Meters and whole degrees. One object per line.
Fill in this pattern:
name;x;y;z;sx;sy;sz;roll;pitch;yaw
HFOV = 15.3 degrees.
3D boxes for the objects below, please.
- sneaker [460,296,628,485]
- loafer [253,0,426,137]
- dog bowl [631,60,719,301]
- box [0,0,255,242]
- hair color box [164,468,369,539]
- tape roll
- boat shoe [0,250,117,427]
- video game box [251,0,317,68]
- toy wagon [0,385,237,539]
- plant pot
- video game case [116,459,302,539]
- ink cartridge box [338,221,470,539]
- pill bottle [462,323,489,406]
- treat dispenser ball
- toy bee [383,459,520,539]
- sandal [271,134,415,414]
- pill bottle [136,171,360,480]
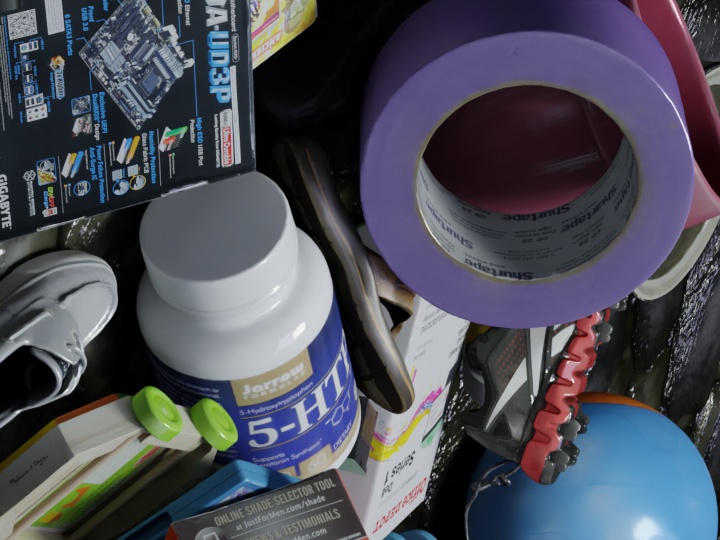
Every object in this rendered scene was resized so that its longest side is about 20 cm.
sneaker;0.126;0.041;1.843;0.071;0.097;0.202;5;104;-77
loafer;0.002;-0.168;1.655;0.200;0.073;0.072;-50;160;-12
dog bowl;0.230;-0.081;2.129;0.200;0.073;0.201;-42;144;-41
box;-0.135;-0.121;1.376;0.158;0.046;0.201;-17;131;-19
hair color box;-0.071;0.204;1.622;0.110;0.064;0.200;-17;154;-22
tape roll;0.098;-0.071;1.615;0.085;0.199;0.201;-91;-173;-60
boat shoe;-0.188;0.049;1.462;0.200;0.068;0.072;-27;134;-52
video game box;-0.097;-0.177;1.481;0.200;0.047;0.183;-41;141;-41
toy wagon;-0.144;0.128;1.571;0.155;0.040;0.200;-39;159;15
plant pot;0.129;-0.104;1.766;0.200;0.178;0.201;-19;90;-74
video game case;-0.120;0.183;1.627;0.200;0.018;0.143;-34;156;14
ink cartridge box;0.008;0.075;1.802;0.145;0.084;0.201;-33;139;-66
pill bottle;0.117;0.003;1.941;0.112;0.112;0.201;-41;143;-41
treat dispenser ball;0.182;0.197;2.113;0.201;0.200;0.202;-42;144;-40
toy bee;0.040;0.230;1.883;0.130;0.109;0.200;-9;157;-44
sandal;0.000;0.000;1.662;0.054;0.082;0.201;-28;111;-20
pill bottle;-0.070;0.036;1.615;0.120;0.119;0.201;-51;149;-28
